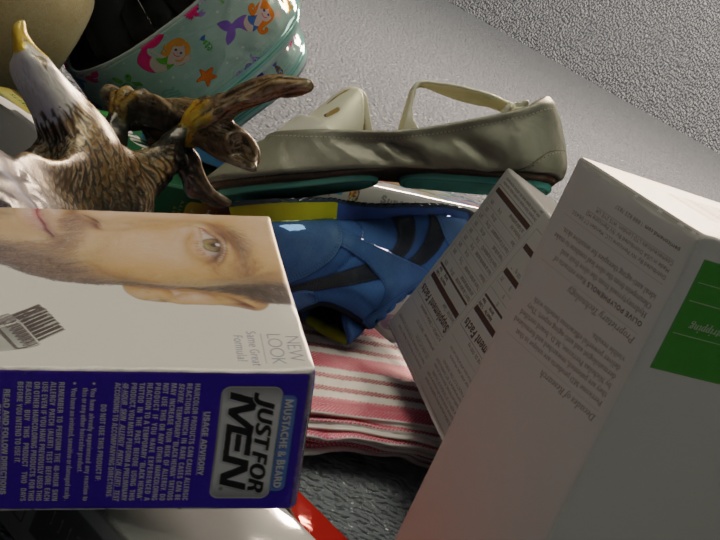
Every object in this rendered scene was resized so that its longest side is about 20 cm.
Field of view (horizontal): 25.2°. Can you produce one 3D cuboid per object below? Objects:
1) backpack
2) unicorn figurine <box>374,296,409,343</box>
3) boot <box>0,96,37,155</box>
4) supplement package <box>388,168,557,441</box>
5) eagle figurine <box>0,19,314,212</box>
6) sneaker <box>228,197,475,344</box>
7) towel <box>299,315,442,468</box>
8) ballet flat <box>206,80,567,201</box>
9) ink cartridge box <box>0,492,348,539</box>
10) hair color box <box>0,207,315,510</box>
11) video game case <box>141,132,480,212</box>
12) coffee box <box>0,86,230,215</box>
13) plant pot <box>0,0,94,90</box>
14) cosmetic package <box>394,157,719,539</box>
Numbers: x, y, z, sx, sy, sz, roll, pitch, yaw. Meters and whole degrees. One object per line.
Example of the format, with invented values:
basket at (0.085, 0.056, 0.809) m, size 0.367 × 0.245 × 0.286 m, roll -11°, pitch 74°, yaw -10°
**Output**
backpack at (-0.127, -0.175, 1.156) m, size 0.151 × 0.177 × 0.200 m, roll 52°, pitch 3°, yaw -27°
unicorn figurine at (0.066, 0.022, 0.983) m, size 0.199 × 0.074 × 0.137 m, roll -2°, pitch 23°, yaw 13°
boot at (-0.207, -0.073, 0.888) m, size 0.200 × 0.074 × 0.096 m, roll 35°, pitch 13°, yaw 16°
supplement package at (0.135, 0.067, 0.818) m, size 0.200 × 0.111 × 0.156 m, roll 34°, pitch 12°, yaw -20°
eagle figurine at (-0.140, -0.038, 0.732) m, size 0.151 × 0.152 × 0.200 m, roll 44°, pitch 41°, yaw 3°
sneaker at (0.000, 0.000, 0.889) m, size 0.066 × 0.079 × 0.200 m, roll -6°, pitch -2°, yaw 37°
towel at (-0.037, 0.047, 0.853) m, size 0.146 × 0.030 × 0.200 m, roll 13°, pitch 18°, yaw -37°
ballet flat at (0.014, -0.071, 0.878) m, size 0.199 × 0.064 × 0.067 m, roll -2°, pitch -5°, yaw -9°
ink cartridge box at (-0.080, 0.074, 0.655) m, size 0.173 × 0.044 × 0.200 m, roll 8°, pitch 23°, yaw -46°
hair color box at (-0.124, 0.028, 0.560) m, size 0.199 × 0.065 × 0.109 m, roll 3°, pitch 30°, yaw -15°
video game case at (-0.020, -0.059, 1.020) m, size 0.143 × 0.018 × 0.200 m, roll 23°, pitch 9°, yaw 42°
coffee box at (-0.132, -0.058, 1.009) m, size 0.200 × 0.044 × 0.123 m, roll 9°, pitch 22°, yaw -47°
plant pot at (-0.279, -0.199, 1.041) m, size 0.200 × 0.188 × 0.187 m, roll 34°, pitch 10°, yaw -24°
cosmetic package at (0.106, 0.067, 0.671) m, size 0.107 × 0.201 × 0.085 m, roll 12°, pitch 18°, yaw -36°
